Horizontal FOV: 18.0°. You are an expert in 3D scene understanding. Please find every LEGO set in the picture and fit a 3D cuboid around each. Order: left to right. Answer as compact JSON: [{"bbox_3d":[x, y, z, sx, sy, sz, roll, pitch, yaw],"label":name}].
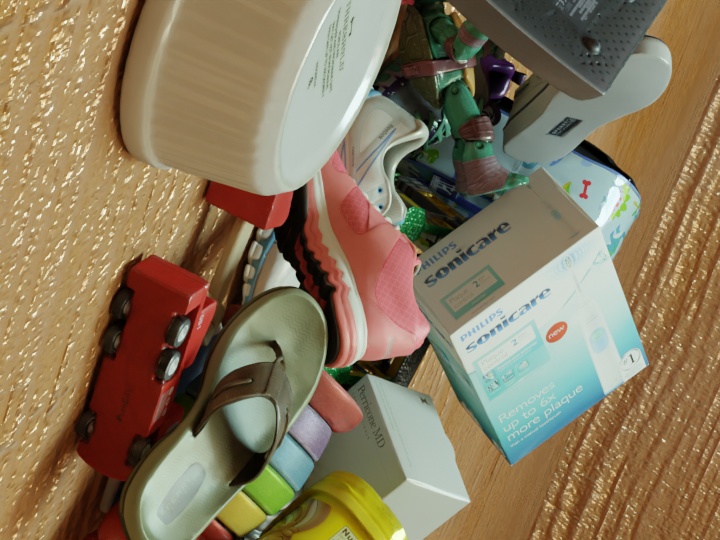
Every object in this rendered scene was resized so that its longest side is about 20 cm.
[{"bbox_3d":[0.000,0.000,1.818,0.153,0.116,0.201,-1,121,-45],"label":"LEGO set"}]

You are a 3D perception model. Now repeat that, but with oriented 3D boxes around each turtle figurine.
[{"bbox_3d":[0.079,-0.159,1.717,0.150,0.100,0.202,-39,119,-76],"label":"turtle figurine"}]

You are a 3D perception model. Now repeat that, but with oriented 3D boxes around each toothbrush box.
[{"bbox_3d":[0.131,0.038,1.806,0.146,0.085,0.201,-35,140,-7],"label":"toothbrush box"}]

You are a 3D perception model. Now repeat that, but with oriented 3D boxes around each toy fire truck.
[{"bbox_3d":[-0.113,0.027,1.482,0.141,0.048,0.201,-38,151,-61],"label":"toy fire truck"}]

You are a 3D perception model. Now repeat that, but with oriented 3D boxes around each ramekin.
[{"bbox_3d":[-0.050,-0.136,1.325,0.203,0.094,0.203,-58,165,-25],"label":"ramekin"}]

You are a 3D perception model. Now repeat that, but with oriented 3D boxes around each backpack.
[{"bbox_3d":[0.130,-0.054,1.944,0.148,0.199,0.183,-63,168,-5],"label":"backpack"}]

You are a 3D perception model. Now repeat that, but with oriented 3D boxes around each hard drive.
[{"bbox_3d":[0.115,-0.218,1.621,0.135,0.200,0.042,-54,-173,-38],"label":"hard drive"}]

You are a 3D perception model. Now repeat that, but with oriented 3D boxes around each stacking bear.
[{"bbox_3d":[-0.102,0.139,1.559,0.200,0.121,0.114,-50,-169,-8],"label":"stacking bear"}]

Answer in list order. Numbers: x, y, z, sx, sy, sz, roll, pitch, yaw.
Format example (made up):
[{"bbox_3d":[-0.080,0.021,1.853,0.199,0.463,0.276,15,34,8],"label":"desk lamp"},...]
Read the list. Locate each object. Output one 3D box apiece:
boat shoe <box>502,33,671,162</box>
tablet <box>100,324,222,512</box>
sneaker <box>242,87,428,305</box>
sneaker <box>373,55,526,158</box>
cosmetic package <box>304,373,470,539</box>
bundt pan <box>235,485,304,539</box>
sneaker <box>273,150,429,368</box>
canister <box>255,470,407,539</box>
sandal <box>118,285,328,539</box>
[{"bbox_3d":[0.172,-0.146,1.743,0.200,0.071,0.066,138,-40,-61],"label":"boat shoe"},{"bbox_3d":[-0.125,0.095,1.643,0.131,0.014,0.200,-68,166,16],"label":"tablet"},{"bbox_3d":[-0.016,-0.039,1.661,0.201,0.086,0.075,-62,167,-4],"label":"sneaker"},{"bbox_3d":[0.061,-0.128,1.784,0.200,0.087,0.075,-51,162,-44],"label":"sneaker"},{"bbox_3d":[-0.020,0.187,1.807,0.085,0.108,0.200,21,125,-43],"label":"cosmetic package"},{"bbox_3d":[-0.106,0.186,1.708,0.202,0.075,0.202,-54,167,-19],"label":"bundt pan"},{"bbox_3d":[-0.005,-0.015,1.578,0.074,0.086,0.201,116,-32,-48],"label":"sneaker"},{"bbox_3d":[-0.076,0.240,1.569,0.200,0.087,0.149,-37,174,-36],"label":"canister"},{"bbox_3d":[-0.076,0.101,1.459,0.057,0.080,0.202,-2,-130,55],"label":"sandal"}]
